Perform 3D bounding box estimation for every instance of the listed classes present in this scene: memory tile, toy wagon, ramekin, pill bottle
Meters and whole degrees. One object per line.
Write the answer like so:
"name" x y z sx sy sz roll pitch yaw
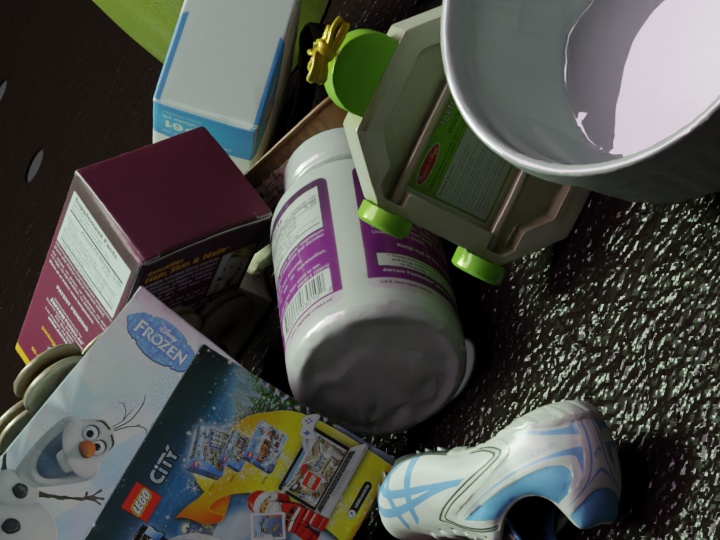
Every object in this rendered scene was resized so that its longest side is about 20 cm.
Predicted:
"memory tile" -0.164 0.083 1.249 0.017 0.199 0.154 50 131 21
"toy wagon" 0.053 -0.090 1.061 0.156 0.199 0.040 -64 25 3
"ramekin" 0.150 -0.129 0.962 0.199 0.105 0.202 -12 68 33
"pill bottle" 0.000 0.000 1.184 0.112 0.112 0.201 -49 30 29

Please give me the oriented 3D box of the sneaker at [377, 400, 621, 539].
"sneaker" 0.069 0.126 1.006 0.200 0.071 0.073 -33 60 56

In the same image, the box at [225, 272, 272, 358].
"box" -0.162 0.065 1.448 0.201 0.094 0.078 -57 28 20

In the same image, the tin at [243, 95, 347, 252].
"tin" -0.040 -0.072 1.317 0.200 0.042 0.112 -42 -2 19

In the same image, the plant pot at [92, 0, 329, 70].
"plant pot" -0.150 -0.260 1.574 0.187 0.199 0.188 -42 35 38

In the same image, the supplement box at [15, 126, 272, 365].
"supplement box" -0.152 0.009 1.267 0.086 0.110 0.201 51 140 20

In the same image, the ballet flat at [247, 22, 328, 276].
"ballet flat" -0.054 -0.092 1.418 0.066 0.057 0.201 3 71 63

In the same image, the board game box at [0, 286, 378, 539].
"board game box" -0.119 0.149 1.126 0.199 0.200 0.043 -51 -2 -14

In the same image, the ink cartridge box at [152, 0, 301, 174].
"ink cartridge box" -0.103 -0.131 1.419 0.200 0.084 0.146 102 -178 -66

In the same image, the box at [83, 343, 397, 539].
"box" -0.086 0.164 1.084 0.201 0.136 0.038 -59 -2 -15
